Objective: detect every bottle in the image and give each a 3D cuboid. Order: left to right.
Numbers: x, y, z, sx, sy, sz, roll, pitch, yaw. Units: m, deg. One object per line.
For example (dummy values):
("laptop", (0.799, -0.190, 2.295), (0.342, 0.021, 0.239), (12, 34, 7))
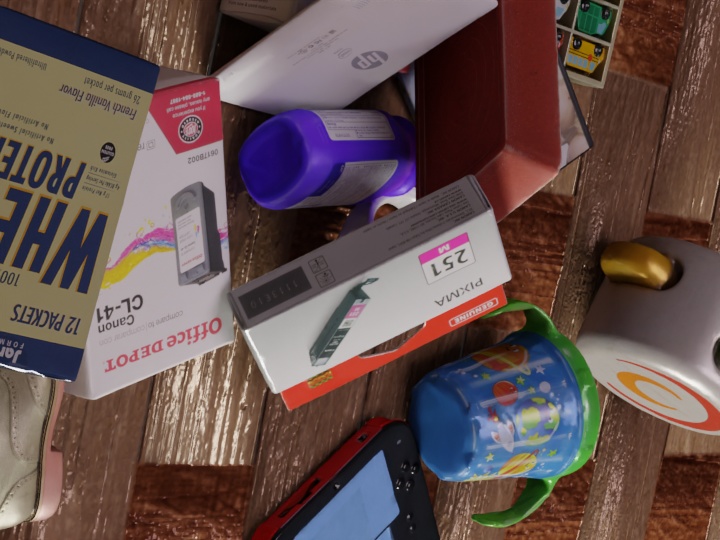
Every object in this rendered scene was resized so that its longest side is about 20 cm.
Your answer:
("bottle", (-0.005, -0.089, 1.528), (0.199, 0.083, 0.066), (-7, 68, -51))

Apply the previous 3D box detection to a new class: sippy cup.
("sippy cup", (0.118, 0.125, 1.702), (0.130, 0.140, 0.179), (-11, 70, -35))

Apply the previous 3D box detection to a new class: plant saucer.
("plant saucer", (0.087, -0.132, 1.470), (0.036, 0.200, 0.201), (8, 68, -21))

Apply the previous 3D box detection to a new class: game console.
("game console", (-0.009, 0.239, 1.657), (0.200, 0.031, 0.178), (-41, 128, -33))

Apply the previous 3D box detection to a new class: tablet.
("tablet", (-0.009, -0.163, 1.428), (0.130, 0.200, 0.014), (10, 61, -43))

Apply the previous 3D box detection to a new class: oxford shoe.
("oxford shoe", (-0.246, 0.086, 1.318), (0.074, 0.071, 0.201), (-17, 113, -41))

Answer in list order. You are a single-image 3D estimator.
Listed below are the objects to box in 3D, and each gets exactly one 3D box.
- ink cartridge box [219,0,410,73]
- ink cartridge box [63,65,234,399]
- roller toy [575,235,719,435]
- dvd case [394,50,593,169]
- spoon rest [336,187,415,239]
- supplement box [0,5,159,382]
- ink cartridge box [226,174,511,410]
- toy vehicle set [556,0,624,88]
("ink cartridge box", (-0.010, -0.268, 1.473), (0.145, 0.084, 0.201), (16, 90, -49))
("ink cartridge box", (-0.169, -0.031, 1.360), (0.147, 0.085, 0.201), (-22, 115, -44))
("roller toy", (0.307, 0.056, 1.848), (0.140, 0.199, 0.183), (-62, 172, -15))
("dvd case", (0.114, -0.144, 1.660), (0.142, 0.018, 0.201), (-35, 127, -11))
("spoon rest", (0.000, 0.000, 1.568), (0.061, 0.099, 0.200), (48, 48, -18))
("supplement box", (-0.255, -0.057, 1.167), (0.134, 0.199, 0.201), (16, 89, -49))
("ink cartridge box", (0.017, 0.033, 1.447), (0.199, 0.044, 0.174), (-26, 143, -3))
("toy vehicle set", (0.164, -0.241, 1.719), (0.199, 0.026, 0.125), (10, 93, -49))
